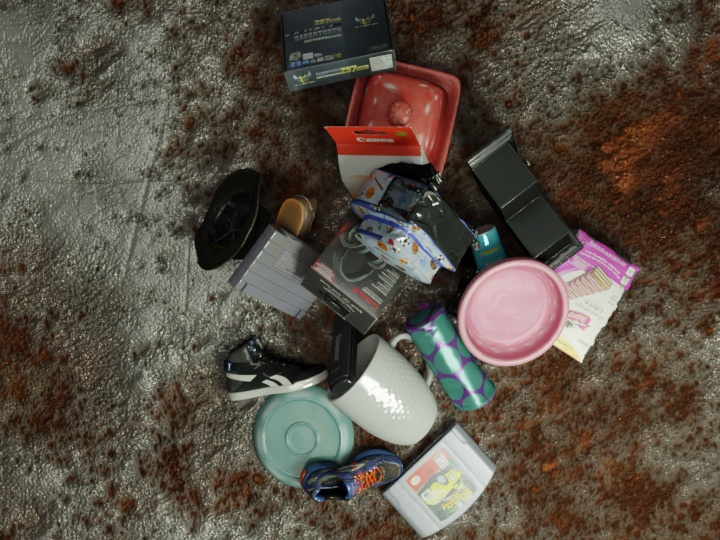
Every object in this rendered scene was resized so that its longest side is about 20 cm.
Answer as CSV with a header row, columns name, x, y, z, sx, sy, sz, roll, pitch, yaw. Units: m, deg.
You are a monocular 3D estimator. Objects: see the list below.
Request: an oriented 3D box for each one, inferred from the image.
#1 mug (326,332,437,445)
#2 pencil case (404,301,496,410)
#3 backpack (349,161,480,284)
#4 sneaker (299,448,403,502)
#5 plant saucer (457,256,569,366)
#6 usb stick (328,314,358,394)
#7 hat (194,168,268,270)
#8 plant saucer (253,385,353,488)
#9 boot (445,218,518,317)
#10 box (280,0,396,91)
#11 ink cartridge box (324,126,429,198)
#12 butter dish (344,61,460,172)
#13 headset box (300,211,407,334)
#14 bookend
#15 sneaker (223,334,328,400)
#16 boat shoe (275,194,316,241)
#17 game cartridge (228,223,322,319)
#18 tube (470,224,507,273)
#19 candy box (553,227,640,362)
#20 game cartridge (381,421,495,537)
name,x,y,z,sx,sy,sz,roll,pitch,yaw
mug,0.062,0.208,1.543,0.175,0.147,0.202,40,66,-14
pencil case,0.163,0.158,1.536,0.084,0.093,0.202,-28,104,21
backpack,0.077,-0.081,1.417,0.155,0.190,0.200,-48,134,-7
sneaker,-0.012,0.392,1.571,0.196,0.079,0.077,-13,110,-7
plant saucer,0.260,0.066,1.460,0.196,0.051,0.205,-3,116,-7
usb stick,-0.030,0.141,1.514,0.055,0.202,0.033,-29,120,20
hat,-0.219,-0.080,1.548,0.080,0.200,0.203,29,98,-36
plant saucer,-0.110,0.319,1.611,0.195,0.027,0.205,0,95,4
boot,0.190,0.003,1.541,0.209,0.079,0.159,35,96,0
box,-0.041,-0.408,1.500,0.195,0.051,0.160,-9,54,4
ink cartridge box,0.036,-0.182,1.462,0.159,0.200,0.051,4,73,19
butter dish,0.070,-0.271,1.495,0.196,0.148,0.204,13,96,2
headset box,0.000,0.000,1.505,0.148,0.077,0.201,38,57,0
bookend,0.283,-0.112,1.440,0.091,0.200,0.201,-36,71,7
sneaker,-0.165,0.171,1.579,0.195,0.073,0.114,-12,95,6
boat shoe,-0.136,-0.050,1.561,0.070,0.070,0.202,38,116,13
game cartridge,-0.134,0.004,1.518,0.038,0.199,0.131,36,92,37
tube,0.244,0.020,1.489,0.076,0.051,0.203,-20,106,6
candy box,0.396,0.044,1.540,0.135,0.061,0.202,31,96,1
game cartridge,0.154,0.401,1.596,0.200,0.041,0.133,-44,94,6
